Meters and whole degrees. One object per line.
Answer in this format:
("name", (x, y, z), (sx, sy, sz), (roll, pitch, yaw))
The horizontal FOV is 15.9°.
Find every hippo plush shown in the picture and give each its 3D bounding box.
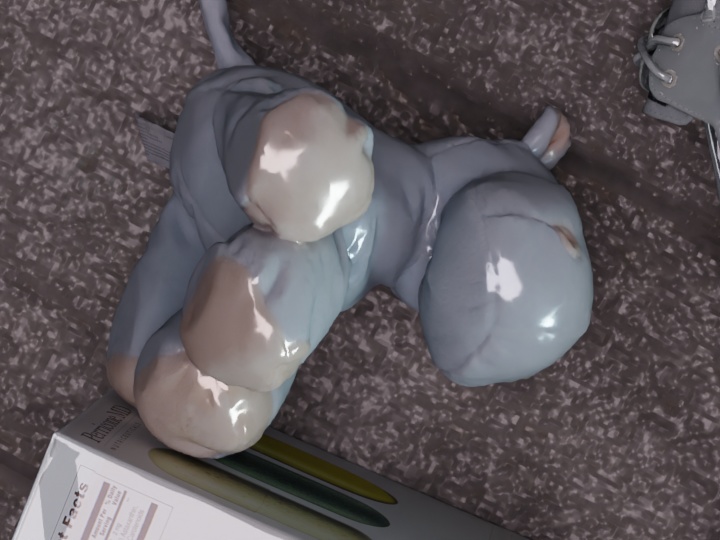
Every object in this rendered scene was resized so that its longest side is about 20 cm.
("hippo plush", (0.000, 0.000, 0.996), (0.160, 0.200, 0.160), (16, 108, -20))

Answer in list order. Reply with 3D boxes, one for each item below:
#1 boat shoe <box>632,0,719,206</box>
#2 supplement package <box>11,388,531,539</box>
("boat shoe", (0.143, -0.072, 0.996), (0.071, 0.070, 0.202), (-18, 98, 5))
("supplement package", (-0.039, 0.155, 1.006), (0.199, 0.152, 0.151), (23, 99, 3))
